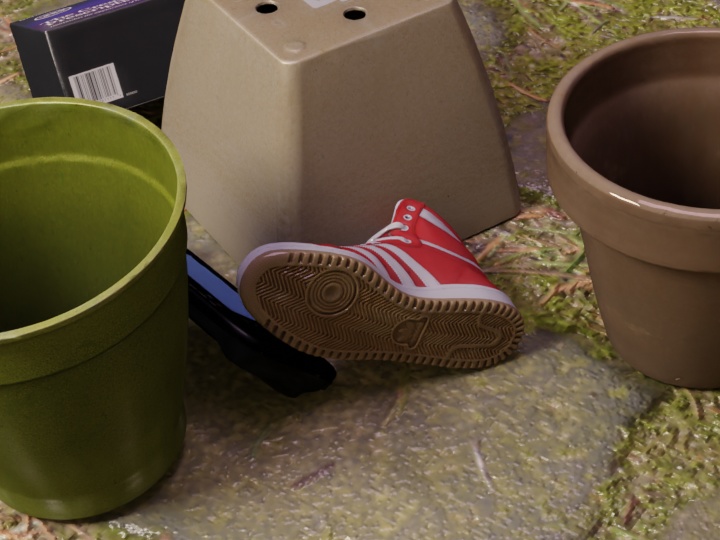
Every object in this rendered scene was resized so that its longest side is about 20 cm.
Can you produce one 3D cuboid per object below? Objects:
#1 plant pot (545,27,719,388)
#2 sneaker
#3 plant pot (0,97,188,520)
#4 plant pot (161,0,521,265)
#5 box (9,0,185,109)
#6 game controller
[{"bbox_3d":[0.213,-0.027,0.981,0.200,0.175,0.200,-3,41,2],"label":"plant pot"},{"bbox_3d":[0.000,0.000,1.010,0.200,0.071,0.113,13,29,-31],"label":"sneaker"},{"bbox_3d":[-0.182,0.038,0.919,0.200,0.193,0.201,-5,42,4],"label":"plant pot"},{"bbox_3d":[-0.023,-0.123,1.110,0.200,0.177,0.200,-25,45,-22],"label":"plant pot"},{"bbox_3d":[-0.154,-0.182,1.229,0.200,0.079,0.141,-21,15,-19],"label":"box"},{"bbox_3d":[-0.101,0.014,1.023,0.200,0.104,0.042,36,86,37],"label":"game controller"}]
